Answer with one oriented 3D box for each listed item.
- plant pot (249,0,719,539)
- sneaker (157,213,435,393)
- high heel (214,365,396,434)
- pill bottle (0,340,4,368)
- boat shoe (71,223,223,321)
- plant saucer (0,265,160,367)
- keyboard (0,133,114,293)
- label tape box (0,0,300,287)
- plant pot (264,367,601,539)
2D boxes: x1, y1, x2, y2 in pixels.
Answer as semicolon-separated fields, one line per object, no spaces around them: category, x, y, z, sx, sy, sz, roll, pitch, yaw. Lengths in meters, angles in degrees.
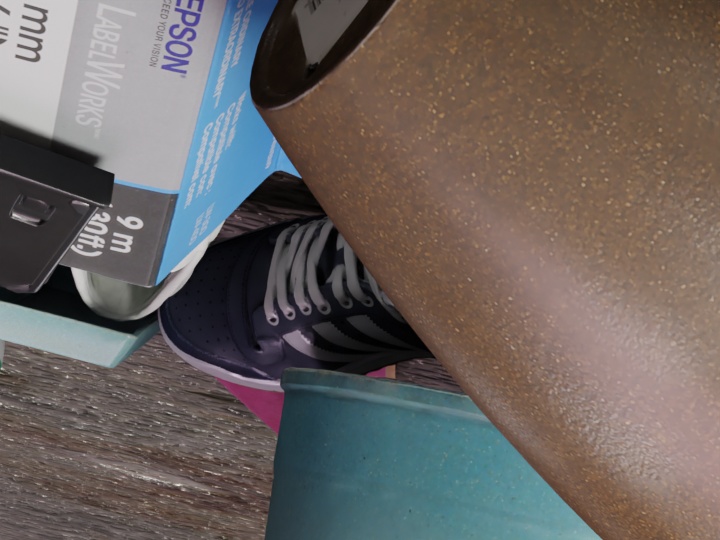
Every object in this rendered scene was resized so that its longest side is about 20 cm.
plant pot;0.076;-0.025;0.710;0.200;0.187;0.187;34;158;-19
sneaker;0.000;0.000;0.999;0.200;0.070;0.108;-1;164;23
high heel;-0.032;0.058;1.214;0.096;0.067;0.200;4;158;1
pill bottle;-0.216;0.062;1.152;0.113;0.200;0.113;12;166;3
boat shoe;-0.073;-0.028;0.975;0.073;0.067;0.200;13;164;2
plant saucer;-0.117;0.017;1.134;0.070;0.019;0.200;14;-177;1
keyboard;-0.164;-0.051;0.747;0.200;0.021;0.127;19;152;-16
label tape box;-0.076;-0.065;0.782;0.200;0.066;0.143;17;143;-2
plant pot;0.050;0.148;0.970;0.200;0.188;0.200;12;174;1
